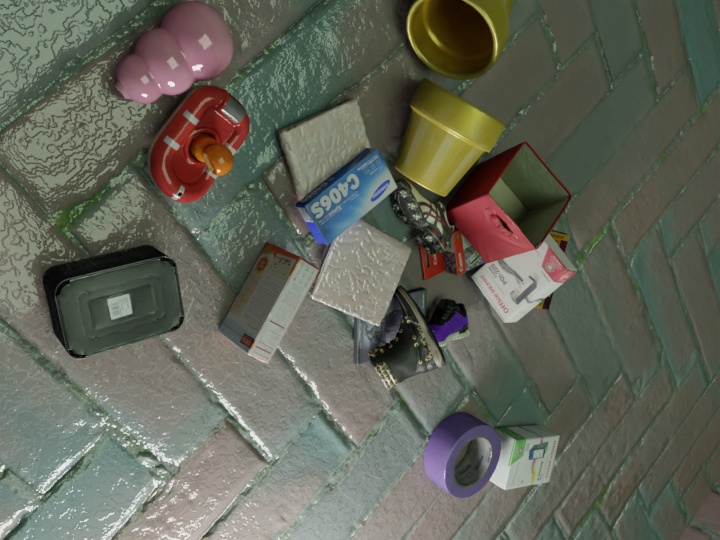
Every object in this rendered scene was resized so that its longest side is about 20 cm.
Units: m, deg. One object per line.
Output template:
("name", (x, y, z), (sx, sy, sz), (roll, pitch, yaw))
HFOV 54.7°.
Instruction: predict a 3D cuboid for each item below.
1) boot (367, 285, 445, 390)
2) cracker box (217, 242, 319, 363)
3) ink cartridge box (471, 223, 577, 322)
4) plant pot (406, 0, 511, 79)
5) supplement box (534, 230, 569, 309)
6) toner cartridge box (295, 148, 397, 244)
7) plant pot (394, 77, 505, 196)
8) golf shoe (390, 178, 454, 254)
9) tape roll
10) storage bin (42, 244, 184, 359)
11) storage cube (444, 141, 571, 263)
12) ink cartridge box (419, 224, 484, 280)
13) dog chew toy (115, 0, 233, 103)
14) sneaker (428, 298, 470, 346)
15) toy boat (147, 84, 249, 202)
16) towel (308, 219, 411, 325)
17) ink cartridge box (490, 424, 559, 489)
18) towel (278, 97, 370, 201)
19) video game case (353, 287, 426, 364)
("boot", (0.083, 0.151, 1.541), (0.150, 0.073, 0.201), (-29, 82, 7))
("cracker box", (-0.176, 0.058, 1.321), (0.058, 0.133, 0.201), (33, 84, -38))
("ink cartridge box", (0.386, 0.008, 1.657), (0.200, 0.146, 0.084), (-45, 156, 26))
("plant pot", (0.220, -0.524, 1.407), (0.190, 0.199, 0.201), (-57, 129, -28))
("supplement box", (0.429, -0.014, 1.767), (0.130, 0.103, 0.202), (7, 100, -39))
("toner cartridge box", (-0.025, -0.149, 1.384), (0.200, 0.043, 0.095), (-41, 118, -20))
("plant pot", (0.172, -0.268, 1.455), (0.199, 0.201, 0.190), (17, 108, -38))
("golf shoe", (0.136, -0.130, 1.536), (0.088, 0.077, 0.201), (-50, 121, -27))
("tape roll", (0.265, 0.478, 1.804), (0.198, 0.085, 0.202), (-12, 111, -33))
("storage bin", (-0.412, 0.048, 1.171), (0.198, 0.093, 0.137), (-17, 113, -33))
("storage cube", (0.326, -0.148, 1.559), (0.171, 0.179, 0.201), (45, 64, -13))
("ink cartridge box", (0.233, -0.053, 1.643), (0.199, 0.050, 0.110), (-24, 117, -30))
("dog chew toy", (-0.304, -0.343, 1.122), (0.199, 0.124, 0.125), (-37, 123, -12))
("sneaker", (0.190, 0.118, 1.645), (0.199, 0.069, 0.101), (-10, 101, -52))
("toy boat", (-0.259, -0.200, 1.167), (0.201, 0.131, 0.130), (-52, 140, 3))
("towel", (0.000, 0.000, 1.478), (0.199, 0.032, 0.193), (26, 84, -35))
("ink cartridge box", (0.455, 0.520, 1.955), (0.198, 0.087, 0.147), (6, 99, -39))
("towel", (-0.059, -0.219, 1.390), (0.190, 0.032, 0.202), (-32, 121, -26))
("video game case", (0.070, 0.126, 1.597), (0.198, 0.019, 0.145), (-11, 110, -35))
